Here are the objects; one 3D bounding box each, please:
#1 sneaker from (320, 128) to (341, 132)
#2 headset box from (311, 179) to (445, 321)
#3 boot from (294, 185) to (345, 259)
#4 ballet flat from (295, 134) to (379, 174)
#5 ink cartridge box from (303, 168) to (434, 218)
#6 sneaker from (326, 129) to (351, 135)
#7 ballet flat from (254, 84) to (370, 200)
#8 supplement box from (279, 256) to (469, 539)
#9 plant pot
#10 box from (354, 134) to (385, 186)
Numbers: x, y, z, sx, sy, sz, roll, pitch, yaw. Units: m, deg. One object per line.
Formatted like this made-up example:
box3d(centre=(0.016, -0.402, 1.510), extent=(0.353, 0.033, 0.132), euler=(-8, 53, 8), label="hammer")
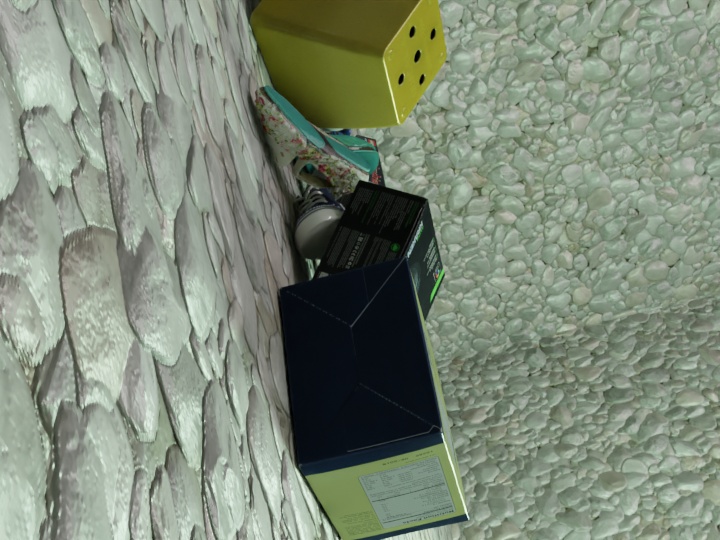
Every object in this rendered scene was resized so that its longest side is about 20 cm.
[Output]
box3d(centre=(-0.044, -0.239, 1.476), extent=(0.076, 0.081, 0.201), euler=(30, 23, -10), label="sneaker")
box3d(centre=(0.022, 0.025, 1.182), extent=(0.201, 0.092, 0.176), euler=(70, 41, -59), label="headset box")
box3d(centre=(-0.056, -0.066, 1.214), extent=(0.091, 0.072, 0.200), euler=(55, 3, 13), label="boot")
box3d(centre=(-0.051, -0.165, 1.406), extent=(0.199, 0.070, 0.068), euler=(-5, 114, -58), label="ballet flat")
box3d(centre=(0.016, -0.092, 1.396), extent=(0.108, 0.051, 0.199), euler=(32, 9, 26), label="ink cartridge box")
box3d(centre=(-0.043, -0.176, 1.522), extent=(0.076, 0.077, 0.202), euler=(71, 7, -47), label="sneaker")
box3d(centre=(-0.063, -0.137, 1.139), extent=(0.199, 0.064, 0.076), euler=(33, 20, -44), label="ballet flat")
box3d(centre=(0.016, 0.136, 0.982), extent=(0.201, 0.132, 0.202), euler=(71, 8, -52), label="supplement box")
box3d(centre=(0.003, -0.304, 1.293), extent=(0.201, 0.175, 0.201), euler=(-57, 153, -23), label="plant pot")
box3d(centre=(-0.005, -0.095, 1.557), extent=(0.137, 0.037, 0.202), euler=(124, -33, -42), label="box")
